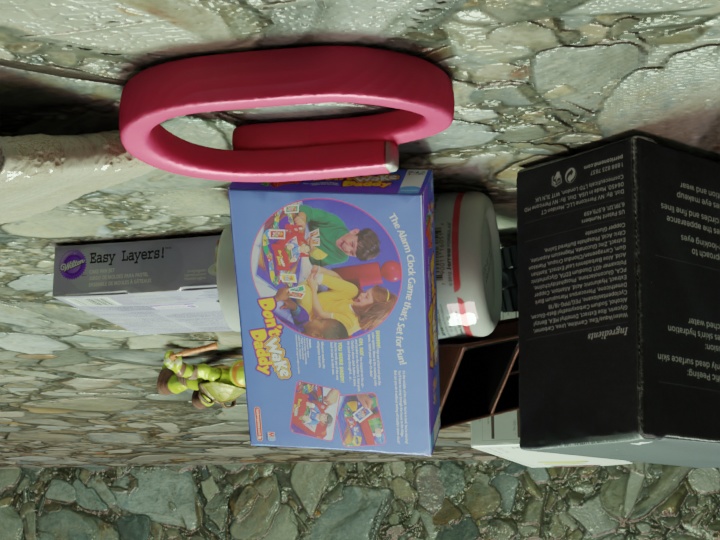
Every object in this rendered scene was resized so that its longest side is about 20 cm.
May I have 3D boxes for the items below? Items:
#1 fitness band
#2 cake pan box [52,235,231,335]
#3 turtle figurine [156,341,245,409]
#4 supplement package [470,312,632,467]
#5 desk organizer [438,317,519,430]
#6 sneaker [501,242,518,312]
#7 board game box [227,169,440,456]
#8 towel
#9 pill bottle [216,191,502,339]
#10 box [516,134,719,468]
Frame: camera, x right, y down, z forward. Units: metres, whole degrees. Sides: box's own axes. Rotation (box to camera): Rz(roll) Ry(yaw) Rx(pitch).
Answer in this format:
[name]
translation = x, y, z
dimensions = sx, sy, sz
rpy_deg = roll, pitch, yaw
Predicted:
[fitness band]
translation = -0.044, -0.090, 0.917
dimensions = 0.199, 0.038, 0.144
rpy_deg = -4, 167, 13
[cake pan box]
translation = -0.147, 0.016, 1.358
dimensions = 0.199, 0.052, 0.184
rpy_deg = -4, 165, 17
[turtle figurine]
translation = -0.161, 0.133, 1.847
dimensions = 0.200, 0.065, 0.161
rpy_deg = 8, 165, -33
[supplement package]
translation = 0.189, 0.106, 1.521
dimensions = 0.111, 0.156, 0.200
rpy_deg = -6, 166, 23
[desk organizer]
translation = 0.123, 0.076, 1.204
dimensions = 0.200, 0.072, 0.077
rpy_deg = -8, -176, -41
[sneaker]
translation = 0.199, -0.005, 1.267
dimensions = 0.199, 0.070, 0.082
rpy_deg = -1, -176, 19
[board game box]
translation = -0.015, 0.029, 1.082
dimensions = 0.134, 0.201, 0.045
rpy_deg = 3, -155, 11
[towel]
translation = -0.227, -0.059, 1.006
dimensions = 0.132, 0.035, 0.200
rpy_deg = -10, 178, -45
[pill bottle]
translation = 0.000, 0.000, 1.153
dimensions = 0.199, 0.109, 0.109
rpy_deg = -3, 167, 14
[box]
translation = 0.215, 0.030, 1.080
dimensions = 0.196, 0.201, 0.117
rpy_deg = 11, 164, -38
